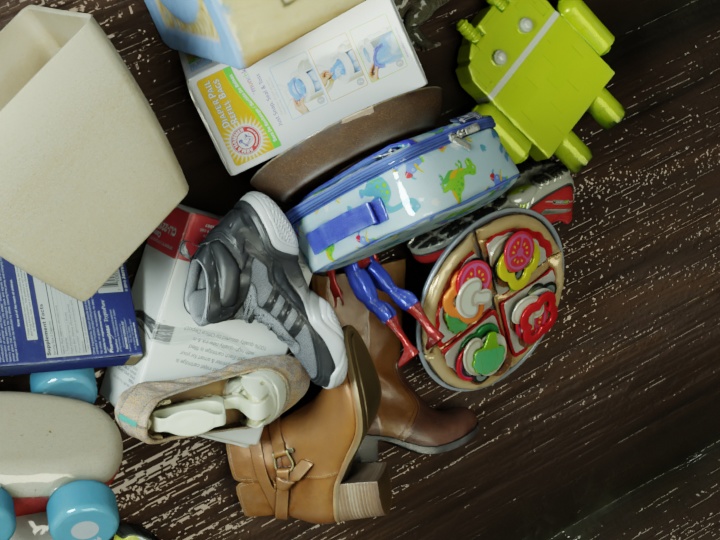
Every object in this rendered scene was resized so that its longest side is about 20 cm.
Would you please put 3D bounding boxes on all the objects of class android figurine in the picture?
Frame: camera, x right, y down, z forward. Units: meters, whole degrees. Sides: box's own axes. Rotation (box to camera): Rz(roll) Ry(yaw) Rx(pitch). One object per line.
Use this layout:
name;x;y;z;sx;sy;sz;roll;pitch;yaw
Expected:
android figurine;0.179;-0.199;1.834;0.200;0.041;0.182;45;73;-16

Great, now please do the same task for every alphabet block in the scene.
alphabet block;-0.096;-0.316;1.595;0.199;0.195;0.197;-31;116;-17

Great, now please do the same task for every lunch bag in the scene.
lunch bag;0.035;-0.068;1.655;0.160;0.200;0.083;-25;89;-38

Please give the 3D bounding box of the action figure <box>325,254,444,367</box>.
action figure;0.000;0.000;1.757;0.065;0.052;0.201;-30;82;-33

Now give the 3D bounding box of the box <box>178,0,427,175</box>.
box;-0.056;-0.186;1.660;0.199;0.113;0.102;-25;113;-1

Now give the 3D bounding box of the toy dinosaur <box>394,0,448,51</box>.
toy dinosaur;0.019;-0.255;1.747;0.199;0.077;0.103;-12;99;0

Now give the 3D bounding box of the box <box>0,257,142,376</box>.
box;-0.303;0.032;1.622;0.199;0.032;0.122;-3;70;-29

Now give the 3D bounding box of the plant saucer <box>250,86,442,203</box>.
plant saucer;-0.007;-0.111;1.688;0.199;0.200;0.035;-23;83;-22

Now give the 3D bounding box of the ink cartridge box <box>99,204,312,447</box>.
ink cartridge box;-0.144;0.051;1.714;0.144;0.084;0.201;16;93;-31

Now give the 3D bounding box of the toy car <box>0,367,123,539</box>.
toy car;-0.315;0.208;1.638;0.176;0.185;0.201;1;133;-20

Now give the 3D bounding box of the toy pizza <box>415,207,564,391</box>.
toy pizza;0.139;0.034;1.827;0.199;0.032;0.201;-20;124;-33

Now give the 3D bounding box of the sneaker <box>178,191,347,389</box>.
sneaker;-0.094;0.037;1.649;0.114;0.075;0.201;-31;108;-20

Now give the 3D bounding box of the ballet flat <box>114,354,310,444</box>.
ballet flat;-0.124;0.125;1.655;0.199;0.067;0.069;-13;109;-26

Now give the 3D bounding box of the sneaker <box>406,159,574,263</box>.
sneaker;0.142;-0.042;1.854;0.199;0.077;0.085;-24;117;-21

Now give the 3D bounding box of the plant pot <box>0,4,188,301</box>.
plant pot;-0.266;-0.089;1.543;0.200;0.200;0.177;-48;115;-10

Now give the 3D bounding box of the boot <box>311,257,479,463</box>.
boot;0.036;0.088;1.848;0.187;0.068;0.201;-4;94;-23

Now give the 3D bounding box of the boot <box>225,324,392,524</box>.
boot;-0.058;0.154;1.763;0.154;0.074;0.201;-3;100;17

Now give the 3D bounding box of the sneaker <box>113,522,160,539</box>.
sneaker;-0.194;0.334;1.758;0.090;0.078;0.201;-35;116;-14
